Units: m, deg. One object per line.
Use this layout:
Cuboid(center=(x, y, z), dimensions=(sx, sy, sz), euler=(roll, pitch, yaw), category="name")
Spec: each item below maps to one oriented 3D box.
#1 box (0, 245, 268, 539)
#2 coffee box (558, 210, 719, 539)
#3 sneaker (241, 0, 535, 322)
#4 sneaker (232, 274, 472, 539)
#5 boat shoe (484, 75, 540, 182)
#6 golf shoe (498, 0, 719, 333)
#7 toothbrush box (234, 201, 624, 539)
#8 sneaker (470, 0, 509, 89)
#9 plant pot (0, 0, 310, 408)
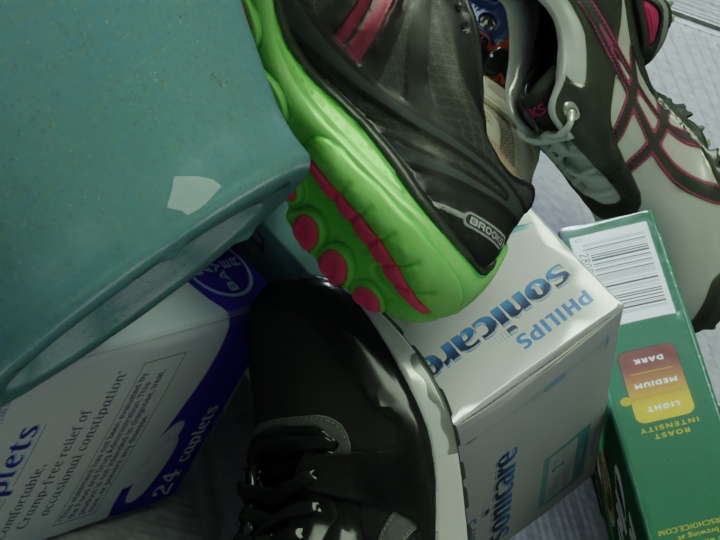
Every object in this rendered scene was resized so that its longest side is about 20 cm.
Cuboid(center=(-0.164, 0.002, 0.998), dimensions=(0.184, 0.105, 0.200), euler=(47, 35, 21), category="box")
Cuboid(center=(0.118, 0.086, 1.117), dimensions=(0.044, 0.123, 0.200), euler=(-11, 44, -2), category="coffee box")
Cuboid(center=(-0.010, -0.079, 0.954), dimensions=(0.084, 0.077, 0.200), euler=(-39, 108, -32), category="sneaker")
Cuboid(center=(-0.013, 0.101, 0.964), dimensions=(0.088, 0.076, 0.200), euler=(-11, 85, -41), category="sneaker")
Cuboid(center=(-0.008, -0.082, 1.275), dimensions=(0.200, 0.071, 0.065), euler=(28, 32, -11), category="boat shoe")
Cuboid(center=(0.106, -0.060, 1.296), dimensions=(0.088, 0.077, 0.200), euler=(-22, 97, -37), category="golf shoe")
Cuboid(center=(0.000, 0.000, 1.089), dimensions=(0.085, 0.146, 0.200), euler=(-34, 66, -17), category="toothbrush box")
Cuboid(center=(-0.009, -0.131, 1.339), dimensions=(0.200, 0.078, 0.075), euler=(33, 61, -4), category="sneaker")
Cuboid(center=(-0.122, -0.064, 0.864), dimensions=(0.188, 0.200, 0.200), euler=(54, 35, 3), category="plant pot")
